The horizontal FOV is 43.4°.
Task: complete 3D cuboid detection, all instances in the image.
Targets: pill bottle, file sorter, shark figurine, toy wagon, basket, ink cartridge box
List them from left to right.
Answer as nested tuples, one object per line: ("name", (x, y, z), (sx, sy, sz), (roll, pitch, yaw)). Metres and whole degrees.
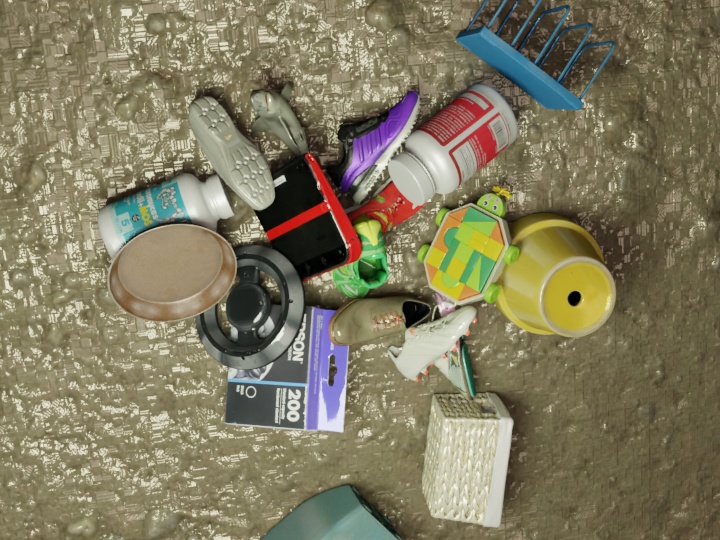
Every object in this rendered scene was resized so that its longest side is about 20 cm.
("pill bottle", (-0.301, -0.082, 1.419), (0.197, 0.111, 0.112), (-23, 105, -3))
("shark figurine", (-0.129, -0.208, 1.445), (0.088, 0.129, 0.216), (-13, 125, 21))
("ink cartridge box", (-0.119, 0.158, 1.473), (0.197, 0.043, 0.202), (2, 83, 13))
("pill bottle", (0.144, -0.195, 1.428), (0.199, 0.112, 0.113), (-38, 106, -16))
("basket", (0.181, 0.323, 1.568), (0.121, 0.136, 0.203), (3, 102, -6))
("toy wagon", (0.184, -0.048, 1.483), (0.154, 0.039, 0.202), (31, 100, 30))
("file sorter", (0.276, -0.360, 1.423), (0.199, 0.139, 0.124), (32, 93, -14))

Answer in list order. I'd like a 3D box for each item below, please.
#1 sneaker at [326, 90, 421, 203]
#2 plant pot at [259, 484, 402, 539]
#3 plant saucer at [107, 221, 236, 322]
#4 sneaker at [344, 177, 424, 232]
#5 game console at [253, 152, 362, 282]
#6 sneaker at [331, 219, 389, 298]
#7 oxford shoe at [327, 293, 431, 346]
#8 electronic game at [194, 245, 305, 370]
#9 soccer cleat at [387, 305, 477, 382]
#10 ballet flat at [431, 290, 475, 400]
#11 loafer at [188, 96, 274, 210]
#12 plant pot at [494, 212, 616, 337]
("sneaker", (0.016, -0.217, 1.454), (0.099, 0.070, 0.201), (34, 94, -6))
("plant pot", (-0.035, 0.493, 1.554), (0.200, 0.196, 0.196), (-46, 105, -4))
("plant saucer", (-0.290, -0.003, 1.394), (0.197, 0.035, 0.202), (-12, 136, -12))
("sneaker", (0.040, -0.091, 1.477), (0.199, 0.085, 0.077), (-34, 107, 2))
("game console", (-0.089, -0.076, 1.410), (0.031, 0.199, 0.179), (-29, 95, -37))
("sneaker", (0.000, 0.000, 1.438), (0.073, 0.201, 0.085), (-14, 64, -14))
("oxford shoe", (0.032, 0.075, 1.470), (0.198, 0.074, 0.072), (-20, 102, -42))
("electronic game", (-0.179, 0.059, 1.457), (0.197, 0.042, 0.203), (-5, 76, 20))
("soccer cleat", (0.116, 0.113, 1.504), (0.077, 0.069, 0.200), (43, 130, 0))
("ballet flat", (0.154, 0.125, 1.559), (0.070, 0.069, 0.203), (-6, 100, 12))
("loafer", (-0.201, -0.177, 1.409), (0.069, 0.070, 0.201), (-29, 83, -25))
("plant pot", (0.324, 0.021, 1.490), (0.197, 0.189, 0.204), (-2, 104, -7))
